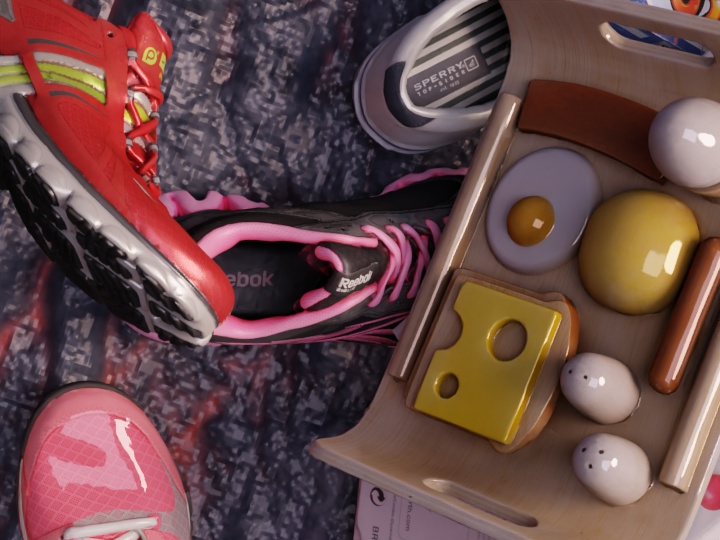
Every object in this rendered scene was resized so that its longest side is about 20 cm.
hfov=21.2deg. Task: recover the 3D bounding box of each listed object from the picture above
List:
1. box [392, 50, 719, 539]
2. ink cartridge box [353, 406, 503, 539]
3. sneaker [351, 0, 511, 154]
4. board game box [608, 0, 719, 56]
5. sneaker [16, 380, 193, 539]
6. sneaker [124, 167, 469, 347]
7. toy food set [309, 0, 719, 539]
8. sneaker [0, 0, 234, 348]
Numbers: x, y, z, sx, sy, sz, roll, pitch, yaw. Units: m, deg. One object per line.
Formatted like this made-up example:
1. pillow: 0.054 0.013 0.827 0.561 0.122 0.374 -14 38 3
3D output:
1. box: 0.125 0.019 0.723 0.200 0.156 0.041 -42 144 16
2. ink cartridge box: 0.084 0.129 0.777 0.042 0.199 0.120 2 96 -51
3. sneaker: 0.091 -0.108 0.810 0.200 0.071 0.073 -34 102 -9
4. board game box: 0.172 -0.167 0.807 0.135 0.034 0.201 23 76 -29
5. sneaker: -0.093 0.145 0.779 0.073 0.087 0.201 -8 96 -14
6. sneaker: 0.000 0.000 0.786 0.199 0.095 0.079 -7 94 -14
7. toy food set: 0.073 -0.001 0.700 0.060 0.143 0.201 30 81 -54
8. sneaker: -0.102 -0.060 0.731 0.085 0.077 0.200 -33 67 -15
